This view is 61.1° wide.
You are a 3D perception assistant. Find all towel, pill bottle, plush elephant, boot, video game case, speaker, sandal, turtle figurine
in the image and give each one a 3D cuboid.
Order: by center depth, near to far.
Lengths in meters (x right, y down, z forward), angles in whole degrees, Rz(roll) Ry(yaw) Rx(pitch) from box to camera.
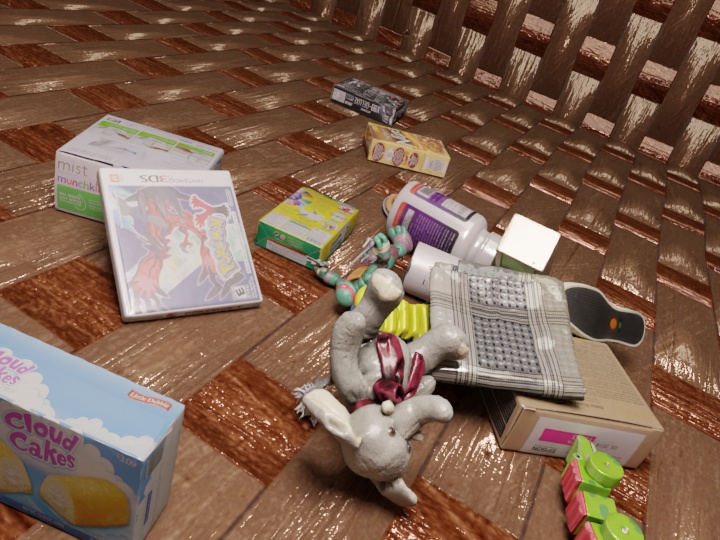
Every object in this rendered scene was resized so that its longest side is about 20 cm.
[{"bbox_3d":[0.024,0.130,0.600,0.165,0.199,0.156,46,10,-38],"label":"plush elephant"},{"bbox_3d":[0.177,0.063,0.761,0.187,0.035,0.203,8,43,0],"label":"towel"},{"bbox_3d":[-0.232,-0.041,0.790,0.179,0.023,0.204,-5,69,-36],"label":"video game case"},{"bbox_3d":[0.056,0.084,0.793,0.197,0.087,0.081,28,48,-25],"label":"sandal"},{"bbox_3d":[0.000,0.000,0.886,0.147,0.103,0.199,-14,11,32],"label":"turtle figurine"},{"bbox_3d":[0.316,0.066,0.930,0.197,0.074,0.143,20,-7,-32],"label":"boot"},{"bbox_3d":[0.166,0.030,0.943,0.196,0.083,0.081,22,29,7],"label":"speaker"},{"bbox_3d":[0.150,-0.063,1.057,0.198,0.113,0.111,32,32,21],"label":"pill bottle"}]

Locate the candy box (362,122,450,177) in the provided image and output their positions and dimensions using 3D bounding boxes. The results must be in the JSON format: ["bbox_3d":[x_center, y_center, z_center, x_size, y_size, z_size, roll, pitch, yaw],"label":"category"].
[{"bbox_3d":[0.109,-0.291,1.472,0.195,0.056,0.116,12,30,-13],"label":"candy box"}]

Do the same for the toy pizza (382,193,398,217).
[{"bbox_3d":[0.139,-0.111,1.212,0.195,0.032,0.202,15,30,-8],"label":"toy pizza"}]

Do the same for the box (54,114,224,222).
[{"bbox_3d":[-0.328,-0.144,0.928,0.195,0.098,0.178,15,30,-7],"label":"box"}]

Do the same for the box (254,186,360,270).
[{"bbox_3d":[-0.081,-0.079,1.017,0.115,0.049,0.200,24,32,9],"label":"box"}]

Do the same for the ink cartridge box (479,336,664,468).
[{"bbox_3d":[0.257,0.157,0.790,0.195,0.076,0.166,12,31,-13],"label":"ink cartridge box"}]

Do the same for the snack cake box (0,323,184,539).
[{"bbox_3d":[-0.250,0.133,0.493,0.196,0.117,0.067,21,29,5],"label":"snack cake box"}]

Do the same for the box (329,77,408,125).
[{"bbox_3d":[0.028,-0.494,1.769,0.196,0.051,0.158,24,29,8],"label":"box"}]

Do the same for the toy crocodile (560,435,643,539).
[{"bbox_3d":[0.239,0.250,0.631,0.060,0.069,0.201,17,30,-1],"label":"toy crocodile"}]

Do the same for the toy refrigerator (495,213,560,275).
[{"bbox_3d":[0.257,-0.007,0.962,0.075,0.071,0.200,28,-10,18],"label":"toy refrigerator"}]
